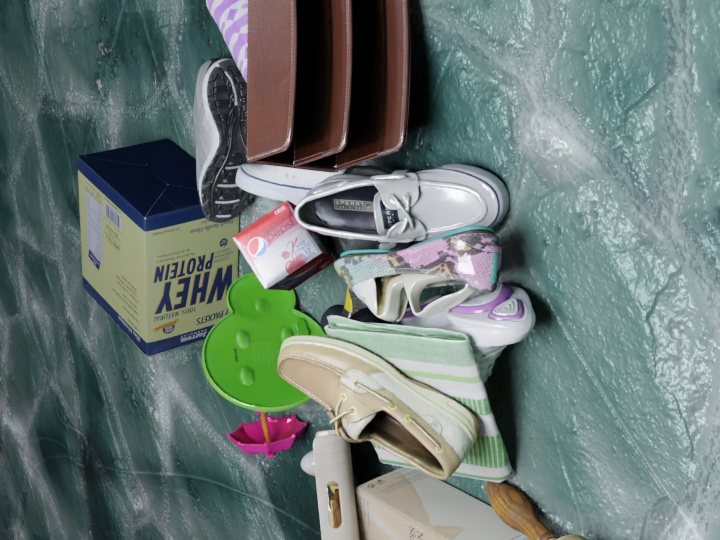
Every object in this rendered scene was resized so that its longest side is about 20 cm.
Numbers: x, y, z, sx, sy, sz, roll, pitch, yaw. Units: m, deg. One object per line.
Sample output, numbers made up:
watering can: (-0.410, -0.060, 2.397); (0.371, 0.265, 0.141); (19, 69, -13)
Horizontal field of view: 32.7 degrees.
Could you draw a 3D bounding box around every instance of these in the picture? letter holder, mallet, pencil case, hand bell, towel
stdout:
letter holder: (-0.030, -0.204, 1.139); (0.142, 0.100, 0.200); (-10, 78, 57)
mallet: (0.000, 0.000, 1.296); (0.066, 0.041, 0.200); (43, 133, 42)
pencil case: (-0.090, -0.230, 1.290); (0.085, 0.084, 0.200); (-36, 71, 20)
hand bell: (0.167, 0.247, 1.117); (0.200, 0.104, 0.104); (-140, 44, -59)
towel: (0.058, 0.123, 1.151); (0.152, 0.023, 0.200); (6, 135, 31)

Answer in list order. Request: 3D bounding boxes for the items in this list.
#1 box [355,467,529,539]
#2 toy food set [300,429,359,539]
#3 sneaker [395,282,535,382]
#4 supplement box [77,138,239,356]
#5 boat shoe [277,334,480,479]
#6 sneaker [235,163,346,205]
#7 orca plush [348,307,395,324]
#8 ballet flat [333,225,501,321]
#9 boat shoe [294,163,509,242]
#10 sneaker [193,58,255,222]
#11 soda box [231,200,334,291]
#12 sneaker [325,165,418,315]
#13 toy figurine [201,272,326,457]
box: (0.085, 0.279, 1.243); (0.200, 0.078, 0.095); (16, 117, 54)
toy food set: (-0.035, 0.250, 1.349); (0.200, 0.060, 0.144); (89, 175, -85)
sneaker: (0.108, 0.067, 1.132); (0.200, 0.075, 0.100); (-12, 100, 67)
supplement box: (-0.264, -0.034, 1.594); (0.200, 0.134, 0.200); (38, 133, 44)
boat shoe: (0.008, 0.124, 1.112); (0.200, 0.066, 0.074); (23, 141, 11)
sneaker: (-0.068, -0.107, 1.336); (0.200, 0.073, 0.071); (17, 94, 53)
orca plush: (0.038, 0.099, 1.216); (0.105, 0.071, 0.200); (-5, 131, 38)
ballet flat: (0.046, 0.008, 1.107); (0.200, 0.069, 0.071); (-10, 73, 46)
boat shoe: (0.033, -0.058, 1.117); (0.200, 0.066, 0.072); (6, 111, 26)
sneaker: (-0.163, -0.155, 1.455); (0.079, 0.074, 0.200); (35, 126, 58)
soda box: (-0.073, -0.023, 1.262); (0.063, 0.070, 0.200); (56, -178, 2)
sneaker: (0.004, -0.019, 1.227); (0.090, 0.066, 0.200); (20, 120, 23)
toy figurine: (-0.118, 0.135, 1.473); (0.184, 0.150, 0.200); (99, 163, -49)
